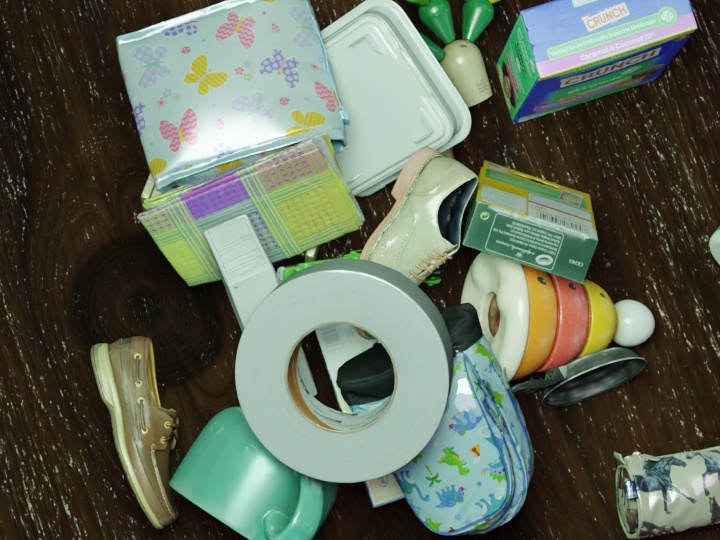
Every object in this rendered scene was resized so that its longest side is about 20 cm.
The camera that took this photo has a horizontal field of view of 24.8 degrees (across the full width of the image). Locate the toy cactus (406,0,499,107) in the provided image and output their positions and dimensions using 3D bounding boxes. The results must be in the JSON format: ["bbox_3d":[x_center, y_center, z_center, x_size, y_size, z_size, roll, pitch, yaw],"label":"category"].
[{"bbox_3d":[0.096,-0.254,1.704,0.200,0.102,0.166,-34,101,-38],"label":"toy cactus"}]

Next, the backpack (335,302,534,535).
[{"bbox_3d":[0.087,0.162,1.618,0.162,0.154,0.201,-25,111,14],"label":"backpack"}]

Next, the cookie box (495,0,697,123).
[{"bbox_3d":[0.237,-0.230,1.689,0.170,0.200,0.076,-18,82,-4],"label":"cookie box"}]

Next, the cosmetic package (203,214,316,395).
[{"bbox_3d":[-0.097,0.045,1.632,0.050,0.201,0.083,-22,48,-5],"label":"cosmetic package"}]

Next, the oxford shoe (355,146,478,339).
[{"bbox_3d":[0.053,-0.019,1.620,0.074,0.071,0.201,25,97,35],"label":"oxford shoe"}]

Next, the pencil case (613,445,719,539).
[{"bbox_3d":[0.362,0.215,1.687,0.199,0.078,0.090,-11,101,-3],"label":"pencil case"}]

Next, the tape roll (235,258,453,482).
[{"bbox_3d":[-0.014,0.092,1.527,0.199,0.066,0.202,1,100,8],"label":"tape roll"}]

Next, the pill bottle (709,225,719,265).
[{"bbox_3d":[0.469,-0.067,1.716,0.113,0.113,0.200,42,82,4],"label":"pill bottle"}]

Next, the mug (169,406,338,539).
[{"bbox_3d":[-0.086,0.212,1.627,0.184,0.152,0.115,28,80,29],"label":"mug"}]

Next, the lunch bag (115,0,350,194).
[{"bbox_3d":[-0.121,-0.169,1.630,0.199,0.127,0.171,-19,77,3],"label":"lunch bag"}]

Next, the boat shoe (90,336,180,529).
[{"bbox_3d":[-0.218,0.162,1.679,0.067,0.072,0.201,-18,80,-3],"label":"boat shoe"}]

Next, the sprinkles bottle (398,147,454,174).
[{"bbox_3d":[0.051,-0.166,1.739,0.068,0.068,0.201,-18,82,-5],"label":"sprinkles bottle"}]

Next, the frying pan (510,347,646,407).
[{"bbox_3d":[0.205,0.115,1.666,0.189,0.115,0.031,-9,67,-27],"label":"frying pan"}]

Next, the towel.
[{"bbox_3d":[-0.102,-0.056,1.608,0.199,0.144,0.023,-22,51,7],"label":"towel"}]

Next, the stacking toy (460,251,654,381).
[{"bbox_3d":[0.213,0.049,1.702,0.199,0.146,0.147,2,81,-21],"label":"stacking toy"}]

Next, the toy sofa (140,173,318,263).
[{"bbox_3d":[-0.123,-0.078,1.713,0.199,0.083,0.098,18,76,1],"label":"toy sofa"}]

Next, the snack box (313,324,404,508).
[{"bbox_3d":[0.035,0.133,1.709,0.115,0.037,0.201,-18,83,-5],"label":"snack box"}]

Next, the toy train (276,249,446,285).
[{"bbox_3d":[0.000,0.000,1.678,0.199,0.056,0.042,-7,110,-34],"label":"toy train"}]

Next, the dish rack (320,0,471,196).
[{"bbox_3d":[0.000,-0.167,1.671,0.172,0.200,0.044,56,42,-8],"label":"dish rack"}]

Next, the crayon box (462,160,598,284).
[{"bbox_3d":[0.174,-0.052,1.679,0.125,0.200,0.052,18,107,1],"label":"crayon box"}]
